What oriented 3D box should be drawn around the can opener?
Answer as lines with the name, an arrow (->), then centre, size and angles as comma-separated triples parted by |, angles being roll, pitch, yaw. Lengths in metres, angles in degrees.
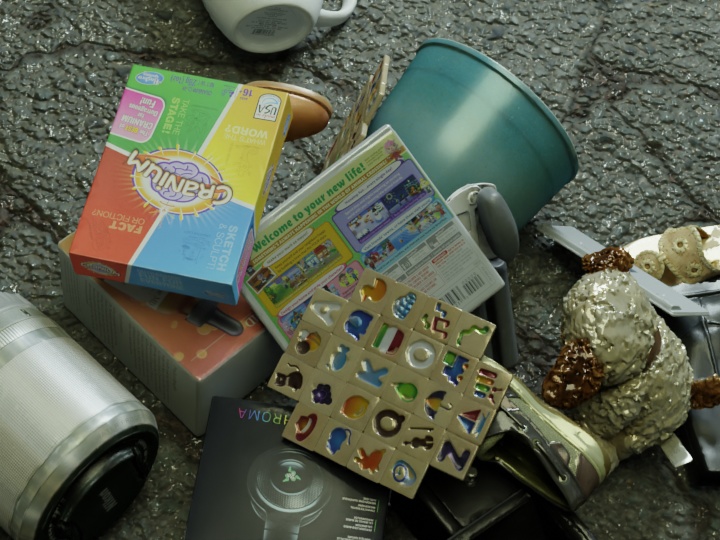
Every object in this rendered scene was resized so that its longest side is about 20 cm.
can opener -> 0.120, 0.014, 1.693 | 0.053, 0.202, 0.067 | -19, 27, -18

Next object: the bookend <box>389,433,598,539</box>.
bookend -> 0.077, 0.245, 1.600 | 0.198, 0.092, 0.200 | -29, 63, -22

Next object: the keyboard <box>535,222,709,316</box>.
keyboard -> 0.253, -0.001, 1.769 | 0.056, 0.011, 0.200 | 8, 20, -42

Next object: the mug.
mug -> -0.087, -0.324, 1.937 | 0.199, 0.147, 0.177 | 10, 56, -37

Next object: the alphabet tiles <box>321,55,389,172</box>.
alphabet tiles -> -0.015, -0.119, 1.761 | 0.006, 0.167, 0.200 | 26, 21, -7

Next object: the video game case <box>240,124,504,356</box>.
video game case -> 0.000, 0.000, 1.640 | 0.199, 0.022, 0.183 | -37, 93, -5

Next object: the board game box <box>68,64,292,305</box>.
board game box -> -0.158, -0.078, 1.620 | 0.151, 0.040, 0.202 | 10, 64, 8

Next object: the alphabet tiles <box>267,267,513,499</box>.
alphabet tiles -> 0.024, 0.097, 1.581 | 0.199, 0.006, 0.168 | 24, 82, 20

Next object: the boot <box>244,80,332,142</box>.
boot -> -0.119, -0.093, 1.684 | 0.198, 0.077, 0.156 | -1, 58, -9

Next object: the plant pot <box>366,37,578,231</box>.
plant pot -> 0.077, -0.088, 1.766 | 0.199, 0.200, 0.188 | 36, 75, 17

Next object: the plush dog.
plush dog -> 0.236, 0.077, 1.653 | 0.159, 0.172, 0.201 | -5, 51, 32

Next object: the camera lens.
camera lens -> -0.288, 0.136, 1.594 | 0.200, 0.161, 0.160 | 40, 62, 19

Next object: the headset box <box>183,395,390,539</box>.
headset box -> -0.066, 0.230, 1.596 | 0.172, 0.093, 0.201 | 9, 57, 1

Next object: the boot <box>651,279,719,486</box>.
boot -> 0.375, 0.104, 1.736 | 0.163, 0.066, 0.201 | -10, 55, -2

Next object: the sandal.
sandal -> 0.336, -0.024, 1.814 | 0.210, 0.070, 0.078 | -13, 59, -13

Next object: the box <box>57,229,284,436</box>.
box -> -0.163, 0.024, 1.712 | 0.200, 0.107, 0.152 | 41, 62, 20

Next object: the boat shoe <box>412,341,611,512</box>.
boat shoe -> 0.121, 0.136, 1.578 | 0.200, 0.072, 0.066 | 33, 53, 10
